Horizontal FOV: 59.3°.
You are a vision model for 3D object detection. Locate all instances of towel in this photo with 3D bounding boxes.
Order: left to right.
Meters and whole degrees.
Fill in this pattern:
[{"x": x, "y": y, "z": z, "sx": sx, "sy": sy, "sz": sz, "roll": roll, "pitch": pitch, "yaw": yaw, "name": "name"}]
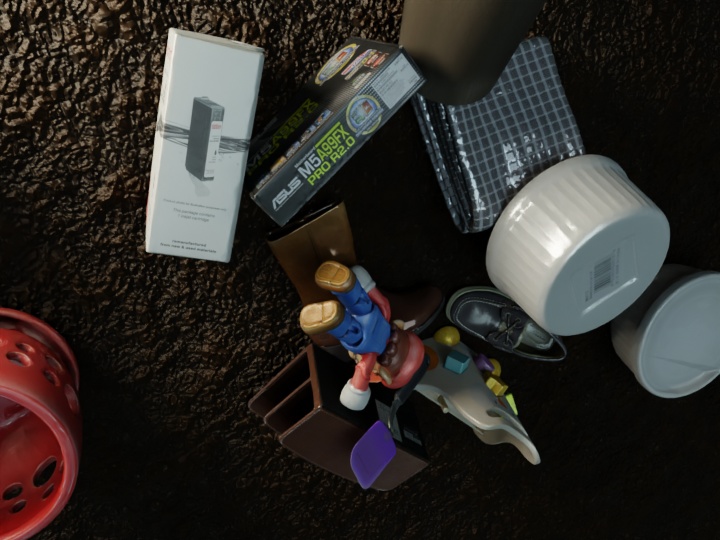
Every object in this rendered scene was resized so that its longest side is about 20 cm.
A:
[{"x": 0.164, "y": -0.162, "z": 0.739, "sx": 0.163, "sy": 0.086, "sz": 0.203, "roll": -21, "pitch": 97, "yaw": -10, "name": "towel"}]

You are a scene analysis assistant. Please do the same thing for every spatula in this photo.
[{"x": 0.044, "y": 0.169, "z": 0.769, "sx": 0.201, "sy": 0.020, "sz": 0.057, "roll": -53, "pitch": 126, "yaw": -45, "name": "spatula"}]

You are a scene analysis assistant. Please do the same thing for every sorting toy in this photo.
[{"x": 0.161, "y": 0.181, "z": 0.850, "sx": 0.199, "sy": 0.180, "sz": 0.107, "roll": 37, "pitch": 97, "yaw": -28, "name": "sorting toy"}]

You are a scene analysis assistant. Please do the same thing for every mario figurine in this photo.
[{"x": -0.007, "y": 0.077, "z": 0.733, "sx": 0.123, "sy": 0.106, "sz": 0.200, "roll": -42, "pitch": 135, "yaw": -2, "name": "mario figurine"}]

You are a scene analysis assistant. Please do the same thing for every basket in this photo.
[{"x": 0.105, "y": -0.267, "z": 0.591, "sx": 0.134, "sy": 0.183, "sz": 0.201, "roll": -10, "pitch": 155, "yaw": -13, "name": "basket"}]

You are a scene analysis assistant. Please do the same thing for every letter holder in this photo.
[{"x": -0.033, "y": 0.211, "z": 0.816, "sx": 0.142, "sy": 0.101, "sz": 0.199, "roll": -41, "pitch": 126, "yaw": 20, "name": "letter holder"}]

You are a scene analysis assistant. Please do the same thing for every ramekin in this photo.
[{"x": 0.254, "y": -0.021, "z": 0.730, "sx": 0.198, "sy": 0.098, "sz": 0.203, "roll": -16, "pitch": 134, "yaw": -17, "name": "ramekin"}, {"x": 0.477, "y": 0.084, "z": 0.969, "sx": 0.199, "sy": 0.094, "sz": 0.206, "roll": -7, "pitch": 113, "yaw": -17, "name": "ramekin"}]

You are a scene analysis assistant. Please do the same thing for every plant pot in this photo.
[{"x": -0.387, "y": 0.153, "z": 0.647, "sx": 0.197, "sy": 0.183, "sz": 0.204, "roll": -7, "pitch": 112, "yaw": -16, "name": "plant pot"}]

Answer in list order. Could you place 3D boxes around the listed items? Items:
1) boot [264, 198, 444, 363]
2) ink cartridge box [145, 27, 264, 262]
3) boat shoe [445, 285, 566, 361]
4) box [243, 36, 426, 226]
[{"x": 0.000, "y": 0.000, "z": 0.792, "sx": 0.186, "sy": 0.069, "sz": 0.202, "roll": -19, "pitch": 117, "yaw": 2, "name": "boot"}, {"x": -0.161, "y": -0.130, "z": 0.633, "sx": 0.082, "sy": 0.144, "sz": 0.203, "roll": 7, "pitch": 108, "yaw": -21, "name": "ink cartridge box"}, {"x": 0.212, "y": 0.079, "z": 0.891, "sx": 0.198, "sy": 0.065, "sz": 0.073, "roll": 23, "pitch": 104, "yaw": -25, "name": "boat shoe"}, {"x": -0.042, "y": -0.152, "z": 0.658, "sx": 0.200, "sy": 0.160, "sz": 0.044, "roll": -44, "pitch": 119, "yaw": 3, "name": "box"}]
